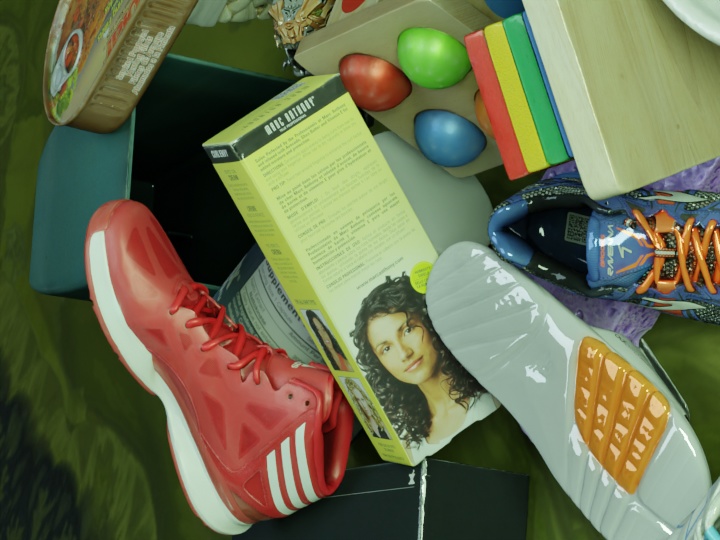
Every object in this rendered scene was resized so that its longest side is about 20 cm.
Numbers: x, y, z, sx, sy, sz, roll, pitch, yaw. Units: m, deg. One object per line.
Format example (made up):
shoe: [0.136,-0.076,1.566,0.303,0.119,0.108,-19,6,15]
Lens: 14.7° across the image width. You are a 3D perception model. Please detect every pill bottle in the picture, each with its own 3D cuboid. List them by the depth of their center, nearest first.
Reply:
pill bottle: [-0.012,0.018,1.605,0.200,0.119,0.120,-50,42,36]

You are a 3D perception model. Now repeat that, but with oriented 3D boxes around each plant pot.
plant pot: [-0.131,-0.040,1.794,0.200,0.141,0.142,-18,66,57]

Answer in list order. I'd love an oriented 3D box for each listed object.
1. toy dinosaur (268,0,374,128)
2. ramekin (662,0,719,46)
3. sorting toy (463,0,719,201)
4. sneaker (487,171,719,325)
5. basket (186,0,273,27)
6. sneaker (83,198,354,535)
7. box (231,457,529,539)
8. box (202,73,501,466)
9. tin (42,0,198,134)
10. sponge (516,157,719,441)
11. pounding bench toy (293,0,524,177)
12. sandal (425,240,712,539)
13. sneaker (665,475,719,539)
toy dinosaur: [0.010,-0.147,1.596,0.102,0.200,0.136,1,115,44]
ramekin: [0.227,-0.172,1.252,0.199,0.098,0.202,-11,67,27]
sorting toy: [0.115,-0.142,1.314,0.069,0.198,0.201,-18,91,38]
sneaker: [0.146,-0.007,1.373,0.199,0.078,0.076,5,98,39]
basket: [-0.036,-0.250,1.681,0.200,0.123,0.136,122,144,-57]
sneaker: [-0.066,0.041,1.541,0.115,0.078,0.201,-18,104,32]
box: [0.005,0.185,1.567,0.200,0.078,0.142,-13,72,56]
box: [0.000,0.000,1.479,0.201,0.075,0.050,59,162,-12]
tin: [-0.136,-0.165,1.663,0.200,0.042,0.112,-54,29,40]
sponge: [0.127,-0.013,1.481,0.201,0.030,0.112,-60,38,25]
pounding bench toy: [0.084,-0.150,1.456,0.200,0.124,0.157,-18,44,54]
sandal: [0.118,0.058,1.428,0.207,0.059,0.079,49,121,26]
sneaker: [0.176,0.124,1.298,0.075,0.086,0.200,53,129,24]
